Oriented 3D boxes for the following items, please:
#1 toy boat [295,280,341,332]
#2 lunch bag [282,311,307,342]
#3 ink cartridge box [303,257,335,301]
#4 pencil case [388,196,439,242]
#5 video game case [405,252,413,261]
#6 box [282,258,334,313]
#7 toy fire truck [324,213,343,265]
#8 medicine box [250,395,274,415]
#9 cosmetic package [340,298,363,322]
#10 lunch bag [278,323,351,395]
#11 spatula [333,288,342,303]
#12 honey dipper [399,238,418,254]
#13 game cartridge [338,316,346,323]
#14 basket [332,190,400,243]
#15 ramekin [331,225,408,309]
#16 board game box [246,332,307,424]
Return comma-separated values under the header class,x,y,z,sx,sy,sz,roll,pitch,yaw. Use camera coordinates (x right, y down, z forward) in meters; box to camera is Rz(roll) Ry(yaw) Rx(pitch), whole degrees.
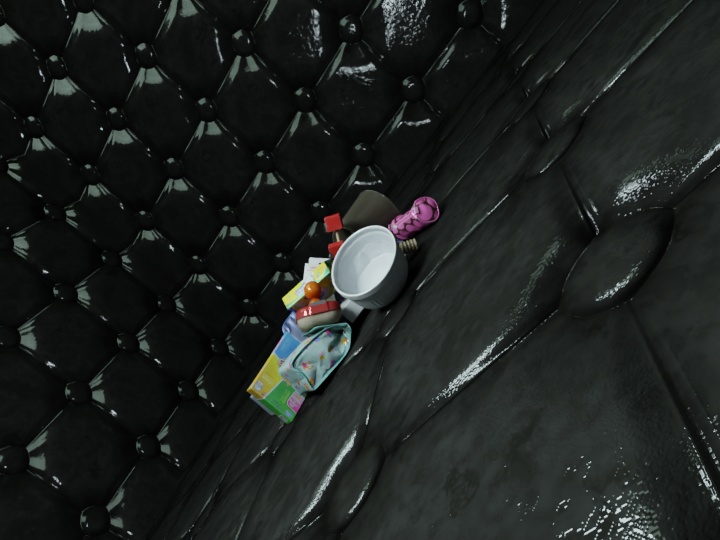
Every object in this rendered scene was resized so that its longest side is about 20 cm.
class,x,y,z,sx,sy,sz,roll,pitch,yaw
toy boat,-0.126,0.096,1.518,0.126,0.136,0.200,-11,-10,-10
lunch bag,-0.158,0.173,1.809,0.202,0.134,0.133,-53,-15,-16
ink cartridge box,-0.128,0.047,1.744,0.068,0.112,0.208,81,-168,-71
pencil case,0.157,-0.152,1.611,0.200,0.090,0.095,142,132,-67
video game case,0.068,0.030,1.595,0.184,0.022,0.199,-56,9,-18
box,-0.126,0.051,1.615,0.199,0.049,0.117,-43,-29,10
toy fire truck,-0.057,-0.046,1.537,0.047,0.207,0.142,-14,19,5
medicine box,-0.254,0.358,1.762,0.185,0.102,0.200,-56,8,-27
cosmetic package,0.015,0.050,1.553,0.202,0.050,0.083,-53,9,-2
lunch bag,-0.117,0.226,1.482,0.201,0.122,0.170,-48,5,-25
spatula,-0.070,0.088,1.596,0.057,0.020,0.201,-56,-9,-20
honey dipper,0.063,-0.042,1.493,0.193,0.039,0.038,-18,6,-5
game cartridge,-0.056,0.142,1.665,0.203,0.040,0.133,-57,-7,7
basket,0.011,-0.135,1.703,0.200,0.177,0.138,-46,-19,-40
ramekin,0.030,0.000,1.386,0.195,0.105,0.206,-21,49,25
board game box,-0.211,0.306,1.554,0.040,0.152,0.203,-36,18,52
